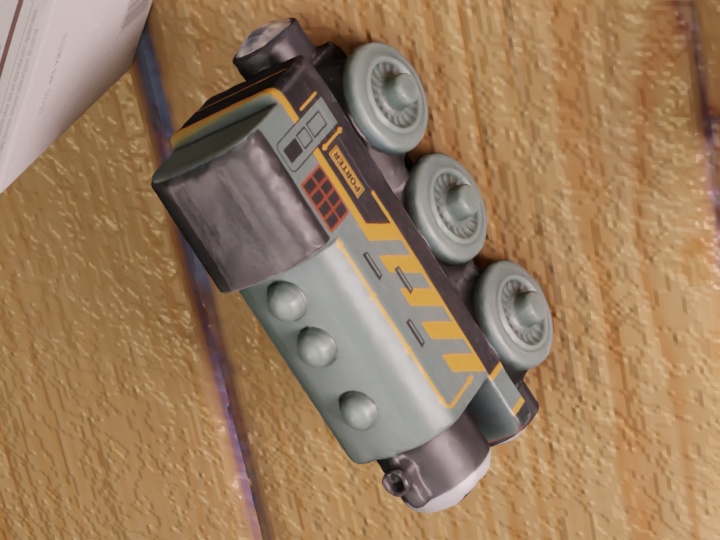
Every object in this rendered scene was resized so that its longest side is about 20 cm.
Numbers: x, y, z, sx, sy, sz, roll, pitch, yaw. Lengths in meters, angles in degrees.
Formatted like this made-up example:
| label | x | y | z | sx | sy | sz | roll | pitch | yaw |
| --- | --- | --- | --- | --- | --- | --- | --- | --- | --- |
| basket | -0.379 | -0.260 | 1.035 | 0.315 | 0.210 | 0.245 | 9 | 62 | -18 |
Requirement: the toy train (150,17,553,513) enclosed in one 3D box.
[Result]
| label | x | y | z | sx | sy | sz | roll | pitch | yaw |
| --- | --- | --- | --- | --- | --- | --- | --- | --- | --- |
| toy train | 0.000 | 0.000 | 0.972 | 0.085 | 0.114 | 0.201 | -19 | 110 | 38 |

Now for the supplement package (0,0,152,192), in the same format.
| label | x | y | z | sx | sy | sz | roll | pitch | yaw |
| --- | --- | --- | --- | --- | --- | --- | --- | --- | --- |
| supplement package | -0.187 | -0.146 | 0.982 | 0.199 | 0.110 | 0.114 | 32 | 132 | 7 |
